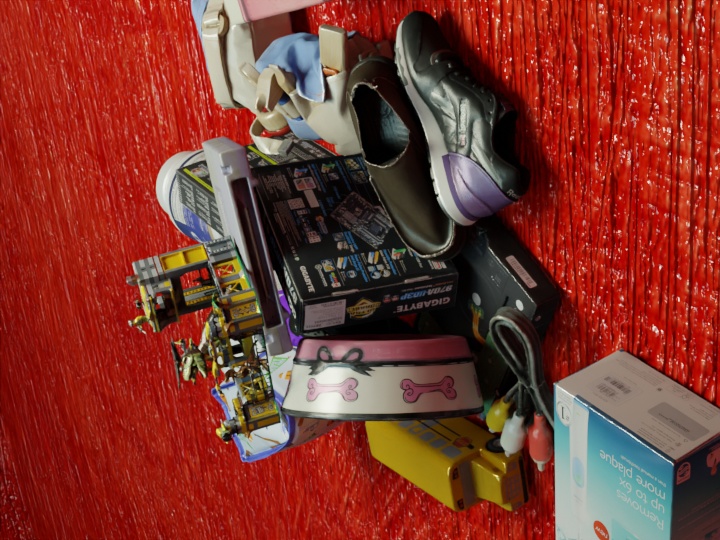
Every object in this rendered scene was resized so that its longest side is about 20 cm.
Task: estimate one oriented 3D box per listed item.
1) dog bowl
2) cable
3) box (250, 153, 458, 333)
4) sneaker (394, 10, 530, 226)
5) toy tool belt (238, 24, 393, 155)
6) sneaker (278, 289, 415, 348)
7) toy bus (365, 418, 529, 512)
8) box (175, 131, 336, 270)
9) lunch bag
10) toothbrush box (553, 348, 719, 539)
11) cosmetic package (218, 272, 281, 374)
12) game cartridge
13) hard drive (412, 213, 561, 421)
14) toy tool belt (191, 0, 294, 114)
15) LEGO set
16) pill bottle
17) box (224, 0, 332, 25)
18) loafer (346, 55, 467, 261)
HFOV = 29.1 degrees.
[{"bbox_3d":[0.021,0.101,1.349,0.200,0.198,0.075,0,90,61],"label":"dog bowl"},{"bbox_3d":[0.155,0.120,1.292,0.097,0.050,0.201,34,156,30],"label":"cable"},{"bbox_3d":[-0.012,-0.035,1.362,0.046,0.157,0.201,96,158,-43],"label":"box"},{"bbox_3d":[0.100,-0.149,1.250,0.087,0.075,0.202,-23,80,34],"label":"sneaker"},{"bbox_3d":[-0.056,-0.193,1.381,0.199,0.125,0.123,5,144,47],"label":"toy tool belt"},{"bbox_3d":[-0.032,0.051,1.501,0.198,0.070,0.100,13,167,23],"label":"sneaker"},{"bbox_3d":[0.092,0.197,1.479,0.200,0.078,0.066,25,131,53],"label":"toy bus"},{"bbox_3d":[-0.086,-0.081,1.515,0.200,0.159,0.045,35,139,46],"label":"box"},{"bbox_3d":[-0.059,0.132,1.615,0.125,0.169,0.200,63,154,-2],"label":"lunch bag"},{"bbox_3d":[0.243,0.194,1.195,0.146,0.085,0.202,35,140,47],"label":"toothbrush box"},{"bbox_3d":[-0.136,0.075,1.819,0.102,0.074,0.200,60,154,15],"label":"cosmetic package"},{"bbox_3d":[-0.109,-0.027,1.353,0.130,0.038,0.202,-131,27,-75],"label":"game cartridge"},{"bbox_3d":[0.120,0.041,1.360,0.140,0.038,0.201,52,148,29],"label":"hard drive"},{"bbox_3d":[-0.136,-0.273,1.512,0.122,0.124,0.202,14,121,48],"label":"toy tool belt"},{"bbox_3d":[-0.155,0.071,1.324,0.201,0.115,0.154,87,164,-49],"label":"LEGO set"},{"bbox_3d":[-0.171,-0.087,1.711,0.200,0.119,0.121,24,130,55],"label":"pill bottle"},{"bbox_3d":[-0.045,-0.308,1.309,0.200,0.127,0.110,6,116,61],"label":"box"},{"bbox_3d":[0.032,-0.095,1.273,0.073,0.071,0.201,-23,99,25],"label":"loafer"}]
